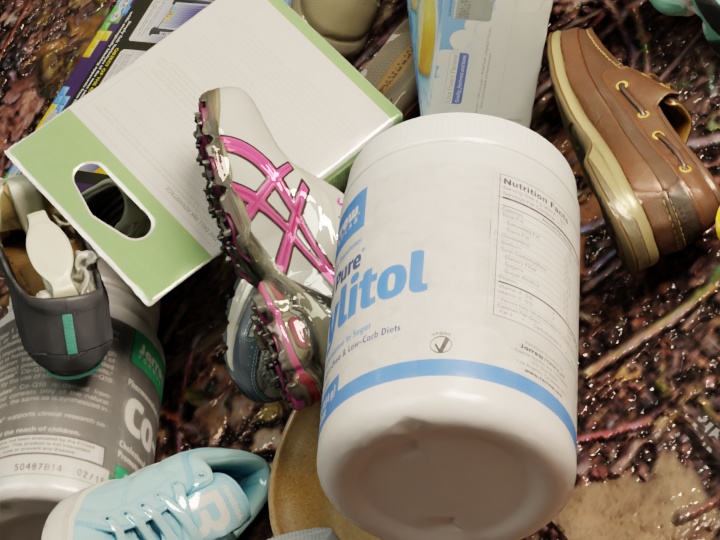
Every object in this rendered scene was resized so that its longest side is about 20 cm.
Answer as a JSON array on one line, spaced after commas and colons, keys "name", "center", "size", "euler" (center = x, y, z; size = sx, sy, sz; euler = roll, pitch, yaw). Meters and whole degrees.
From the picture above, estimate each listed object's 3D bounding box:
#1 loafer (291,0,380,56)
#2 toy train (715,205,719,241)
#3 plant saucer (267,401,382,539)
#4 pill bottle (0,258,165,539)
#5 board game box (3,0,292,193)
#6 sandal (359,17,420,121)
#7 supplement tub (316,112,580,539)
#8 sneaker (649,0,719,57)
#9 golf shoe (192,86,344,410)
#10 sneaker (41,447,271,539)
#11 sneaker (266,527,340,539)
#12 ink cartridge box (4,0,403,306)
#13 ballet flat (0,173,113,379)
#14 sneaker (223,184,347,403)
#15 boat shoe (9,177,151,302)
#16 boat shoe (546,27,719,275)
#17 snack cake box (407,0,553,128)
[{"name": "loafer", "center": [-0.004, -0.237, 1.683], "size": [0.068, 0.076, 0.200], "euler": [-46, 36, 49]}, {"name": "toy train", "center": [0.257, 0.002, 1.244], "size": [0.150, 0.056, 0.200], "euler": [-27, 44, 20]}, {"name": "plant saucer", "center": [0.039, 0.097, 1.372], "size": [0.200, 0.035, 0.200], "euler": [-26, 41, 25]}, {"name": "pill bottle", "center": [-0.179, 0.088, 1.524], "size": [0.113, 0.113, 0.200], "euler": [-22, 43, 27]}, {"name": "board game box", "center": [-0.135, -0.118, 1.722], "size": [0.165, 0.057, 0.200], "euler": [12, 64, 46]}, {"name": "sandal", "center": [-0.009, -0.091, 1.577], "size": [0.082, 0.055, 0.200], "euler": [20, 71, 50]}, {"name": "supplement tub", "center": [0.048, 0.032, 1.288], "size": [0.132, 0.132, 0.200], "euler": [-22, 43, 27]}, {"name": "sneaker", "center": [0.203, -0.216, 1.439], "size": [0.200, 0.078, 0.140], "euler": [39, 73, 13]}, {"name": "golf shoe", "center": [-0.034, -0.021, 1.423], "size": [0.092, 0.073, 0.200], "euler": [-20, 72, -9]}, {"name": "sneaker", "center": [-0.109, 0.138, 1.380], "size": [0.082, 0.074, 0.200], "euler": [-24, 7, 23]}, {"name": "sneaker", "center": [-0.073, 0.199, 1.350], "size": [0.200, 0.071, 0.073], "euler": [-31, -2, 39]}, {"name": "ink cartridge box", "center": [-0.093, -0.074, 1.514], "size": [0.200, 0.048, 0.146], "euler": [-39, 68, -16]}, {"name": "ballet flat", "center": [-0.191, -0.018, 1.502], "size": [0.073, 0.073, 0.200], "euler": [-38, 39, 10]}, {"name": "sneaker", "center": [0.000, 0.000, 1.468], "size": [0.200, 0.078, 0.086], "euler": [-51, 41, -7]}, {"name": "boat shoe", "center": [-0.182, -0.017, 1.616], "size": [0.200, 0.062, 0.072], "euler": [-41, 65, 42]}, {"name": "boat shoe", "center": [0.154, -0.075, 1.404], "size": [0.068, 0.072, 0.200], "euler": [-21, 38, 4]}, {"name": "snack cake box", "center": [0.070, -0.185, 1.522], "size": [0.067, 0.115, 0.200], "euler": [2, 40, -5]}]
